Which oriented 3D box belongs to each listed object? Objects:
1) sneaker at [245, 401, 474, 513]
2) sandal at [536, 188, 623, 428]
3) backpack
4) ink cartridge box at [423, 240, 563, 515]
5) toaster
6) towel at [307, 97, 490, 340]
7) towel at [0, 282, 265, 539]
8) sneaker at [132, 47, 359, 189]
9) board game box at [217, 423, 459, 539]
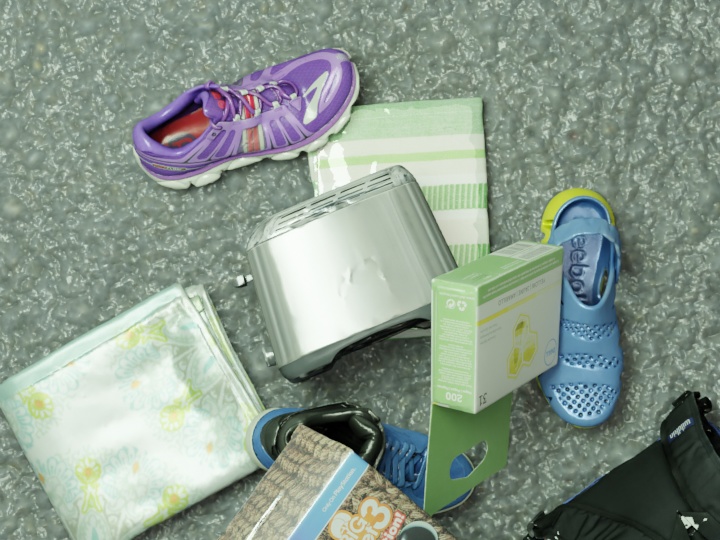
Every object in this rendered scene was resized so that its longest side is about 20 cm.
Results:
[{"bbox_3d":[0.013,0.156,1.456,0.199,0.111,0.077,18,81,-15],"label":"sneaker"},{"bbox_3d":[0.181,0.031,1.488,0.079,0.087,0.201,-4,90,-2],"label":"sandal"},{"bbox_3d":[0.257,0.222,1.430,0.200,0.191,0.154,-40,104,0],"label":"backpack"},{"bbox_3d":[0.106,0.088,1.432,0.048,0.145,0.201,10,108,31],"label":"ink cartridge box"},{"bbox_3d":[0.000,0.000,1.455,0.199,0.114,0.130,-23,85,-2],"label":"toaster"},{"bbox_3d":[0.033,-0.042,1.524,0.152,0.023,0.201,-3,87,0],"label":"towel"},{"bbox_3d":[-0.184,0.125,1.509,0.199,0.048,0.172,-28,88,0],"label":"towel"},{"bbox_3d":[-0.094,-0.129,1.487,0.199,0.083,0.081,-25,69,1],"label":"sneaker"},{"bbox_3d":[-0.005,0.244,1.354,0.200,0.097,0.160,41,79,-24],"label":"board game box"}]
